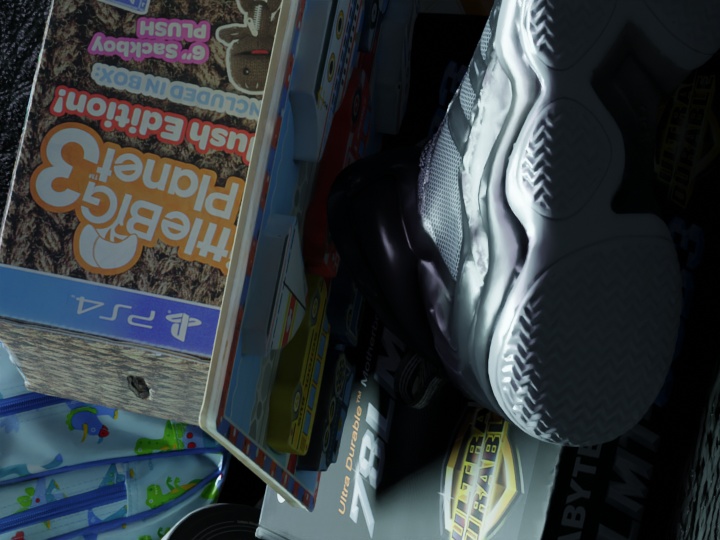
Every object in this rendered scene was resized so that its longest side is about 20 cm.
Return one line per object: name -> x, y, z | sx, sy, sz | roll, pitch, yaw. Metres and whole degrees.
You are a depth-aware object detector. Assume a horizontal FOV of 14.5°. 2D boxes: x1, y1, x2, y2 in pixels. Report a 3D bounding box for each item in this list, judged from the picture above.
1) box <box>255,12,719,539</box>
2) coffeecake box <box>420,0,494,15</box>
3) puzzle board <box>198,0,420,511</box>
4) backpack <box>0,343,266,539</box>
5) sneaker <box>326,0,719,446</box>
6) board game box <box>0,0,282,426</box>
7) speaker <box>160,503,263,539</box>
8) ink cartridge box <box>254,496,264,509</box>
box -> 0.042, 0.015, 0.957 | 0.198, 0.050, 0.201 | 15, 92, 61
coffeecake box -> 0.011, -0.106, 1.154 | 0.154, 0.073, 0.200 | -53, 43, 35
puzzle board -> -0.010, -0.032, 0.906 | 0.151, 0.017, 0.201 | 57, -138, -74
backpack -> -0.142, 0.080, 1.156 | 0.163, 0.199, 0.154 | 145, 126, -67
sneaker -> 0.045, -0.050, 0.846 | 0.114, 0.075, 0.201 | 1, 83, 55
board game box -> -0.059, -0.056, 1.002 | 0.159, 0.096, 0.201 | 95, -174, -80
speaker -> -0.086, 0.170, 1.146 | 0.200, 0.081, 0.081 | -46, 29, 48
ink cartridge box -> -0.036, 0.102, 1.294 | 0.144, 0.084, 0.200 | -38, 22, 19
